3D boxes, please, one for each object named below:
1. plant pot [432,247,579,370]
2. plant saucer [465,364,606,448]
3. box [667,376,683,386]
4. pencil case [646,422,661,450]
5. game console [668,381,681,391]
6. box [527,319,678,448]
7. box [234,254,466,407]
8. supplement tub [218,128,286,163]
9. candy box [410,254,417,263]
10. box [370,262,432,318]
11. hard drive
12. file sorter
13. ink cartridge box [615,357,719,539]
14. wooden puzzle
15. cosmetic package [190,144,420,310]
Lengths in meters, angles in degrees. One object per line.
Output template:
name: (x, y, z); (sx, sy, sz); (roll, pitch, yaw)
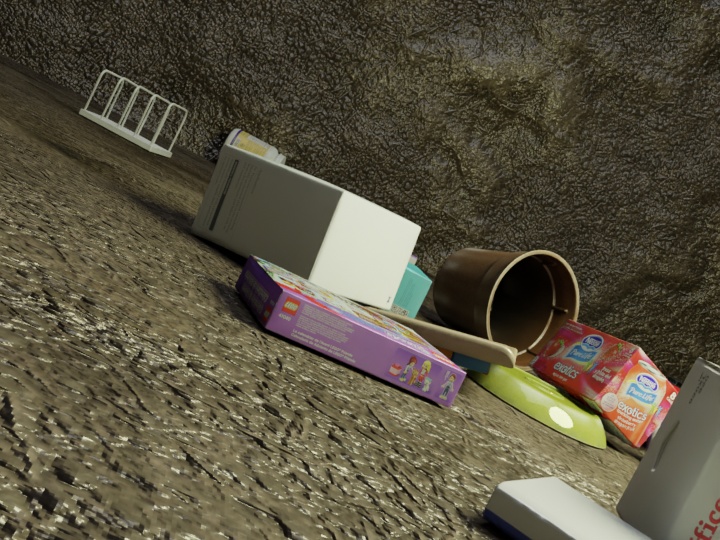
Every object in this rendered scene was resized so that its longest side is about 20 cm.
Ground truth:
plant pot: (0.240, 0.049, 1.580); (0.199, 0.203, 0.198); (24, -2, -31)
plant saucer: (0.228, 0.161, 1.157); (0.198, 0.031, 0.200); (27, 4, -2)
box: (1.034, 0.417, 2.757); (0.198, 0.087, 0.164); (26, 4, -20)
pencil case: (0.439, 0.244, 1.121); (0.083, 0.086, 0.200); (26, 5, -24)
game console: (0.431, 0.220, 1.376); (0.170, 0.120, 0.200); (10, 12, -30)
box: (0.328, 0.150, 1.245); (0.100, 0.096, 0.200); (46, -5, -15)
box: (-0.013, 0.055, 0.855); (0.198, 0.040, 0.137); (26, 4, -23)
supplement tub: (-0.368, -0.377, 3.096); (0.198, 0.147, 0.145); (27, 4, 1)
candy box: (0.006, -0.058, 2.104); (0.167, 0.072, 0.199); (23, 6, -43)
box: (0.052, 0.029, 1.288); (0.049, 0.083, 0.200); (27, 5, -5)
hard drive: (0.180, 0.190, 0.542); (0.199, 0.026, 0.132); (30, 5, 29)
file sorter: (-0.536, -0.376, 2.173); (0.198, 0.126, 0.139); (27, 4, 7)
ink cartridge box: (0.315, 0.181, 0.664); (0.198, 0.149, 0.145); (27, 4, 5)
wooden puzzle: (0.091, 0.084, 1.067); (0.182, 0.038, 0.200); (16, -2, 11)
cosmetic package: (-0.064, -0.052, 1.143); (0.198, 0.124, 0.199); (25, 4, 31)
